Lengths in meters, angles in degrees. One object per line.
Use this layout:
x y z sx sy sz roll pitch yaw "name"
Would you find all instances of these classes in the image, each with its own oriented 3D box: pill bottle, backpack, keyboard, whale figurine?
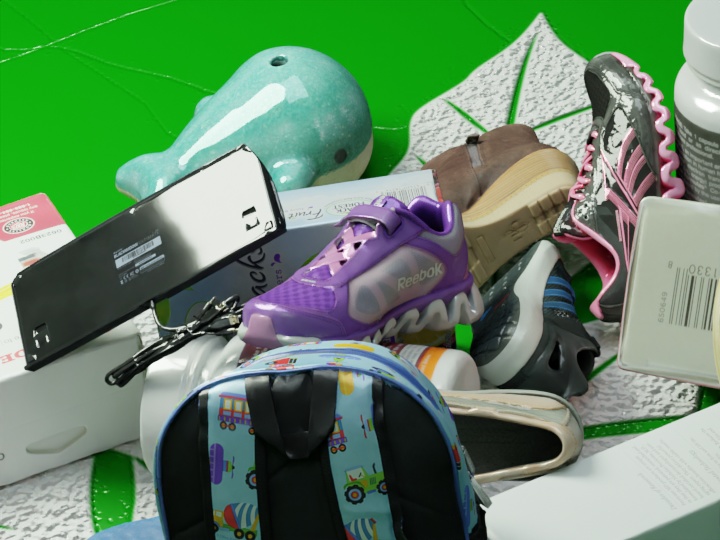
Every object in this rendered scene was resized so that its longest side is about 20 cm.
-0.031 0.097 1.601 0.198 0.115 0.114 6 37 16 "pill bottle"
0.274 -0.089 1.742 0.113 0.201 0.114 -4 35 3 "pill bottle"
-0.020 0.124 1.369 0.181 0.201 0.135 -5 25 10 "backpack"
-0.132 0.012 1.602 0.199 0.021 0.128 -28 54 18 "keyboard"
-0.087 -0.102 1.901 0.199 0.104 0.159 -21 38 -20 "whale figurine"

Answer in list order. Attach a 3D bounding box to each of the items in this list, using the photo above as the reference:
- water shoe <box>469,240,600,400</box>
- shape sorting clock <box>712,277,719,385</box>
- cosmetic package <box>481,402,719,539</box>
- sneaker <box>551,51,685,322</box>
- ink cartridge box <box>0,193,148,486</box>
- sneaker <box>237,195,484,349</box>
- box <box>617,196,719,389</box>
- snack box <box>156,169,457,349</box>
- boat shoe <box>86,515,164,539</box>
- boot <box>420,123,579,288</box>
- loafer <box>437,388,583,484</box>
0.120 0.046 1.703 0.079 0.072 0.200 42 22 -6 "water shoe"
0.280 0.052 1.446 0.199 0.201 0.039 -30 1 -31 "shape sorting clock"
0.165 0.166 1.476 0.199 0.114 0.081 -23 38 -20 "cosmetic package"
0.174 -0.054 1.744 0.095 0.079 0.202 -11 74 -6 "sneaker"
-0.242 0.047 1.730 0.144 0.084 0.200 -19 37 -17 "ink cartridge box"
0.000 0.000 1.574 0.080 0.089 0.199 16 21 39 "sneaker"
0.249 0.018 1.593 0.127 0.110 0.200 9 1 19 "box"
-0.038 0.017 1.688 0.198 0.143 0.053 -8 33 -3 "snack box"
-0.074 0.178 1.535 0.198 0.069 0.084 -7 30 1 "boat shoe"
0.062 -0.040 1.842 0.199 0.073 0.166 -22 20 -4 "boot"
0.033 0.102 1.489 0.198 0.073 0.063 -5 2 5 "loafer"
